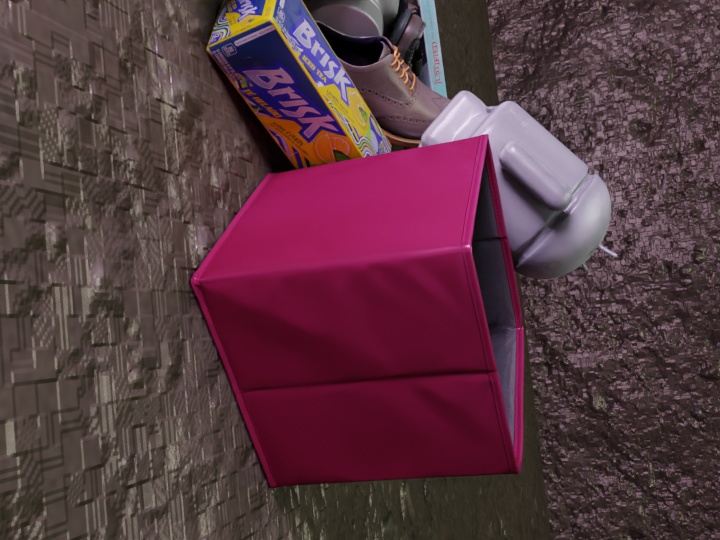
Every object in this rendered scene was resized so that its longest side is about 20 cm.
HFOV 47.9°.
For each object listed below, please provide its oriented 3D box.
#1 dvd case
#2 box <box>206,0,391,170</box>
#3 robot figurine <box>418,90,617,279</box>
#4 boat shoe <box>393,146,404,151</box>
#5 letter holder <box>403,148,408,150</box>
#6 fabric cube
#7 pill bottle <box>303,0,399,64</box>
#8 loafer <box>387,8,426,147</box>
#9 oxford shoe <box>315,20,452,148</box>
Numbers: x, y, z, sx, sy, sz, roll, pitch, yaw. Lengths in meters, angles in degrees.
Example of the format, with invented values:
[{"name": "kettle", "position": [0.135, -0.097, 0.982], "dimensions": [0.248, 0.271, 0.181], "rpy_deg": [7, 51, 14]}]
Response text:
[{"name": "dvd case", "position": [0.038, -0.247, 0.939], "dimensions": [0.200, 0.022, 0.148], "rpy_deg": [-176, -102, -69]}, {"name": "box", "position": [-0.044, -0.144, 0.692], "dimensions": [0.200, 0.064, 0.071], "rpy_deg": [52, 33, -41]}, {"name": "robot figurine", "position": [0.145, -0.072, 0.738], "dimensions": [0.200, 0.113, 0.170], "rpy_deg": [42, 1, 2]}, {"name": "boat shoe", "position": [0.059, -0.200, 1.107], "dimensions": [0.072, 0.069, 0.202], "rpy_deg": [-73, 149, -47]}, {"name": "letter holder", "position": [0.114, -0.066, 0.965], "dimensions": [0.101, 0.141, 0.202], "rpy_deg": [96, 1, -73]}, {"name": "fabric cube", "position": [0.017, 0.032, 0.644], "dimensions": [0.197, 0.197, 0.202], "rpy_deg": [-71, 149, -58]}, {"name": "pill bottle", "position": [-0.013, -0.303, 0.840], "dimensions": [0.112, 0.110, 0.202], "rpy_deg": [62, 27, -49]}, {"name": "loafer", "position": [0.038, -0.197, 0.873], "dimensions": [0.072, 0.062, 0.200], "rpy_deg": [-66, -174, -29]}, {"name": "oxford shoe", "position": [0.027, -0.175, 0.777], "dimensions": [0.073, 0.198, 0.072], "rpy_deg": [127, -30, -45]}]
